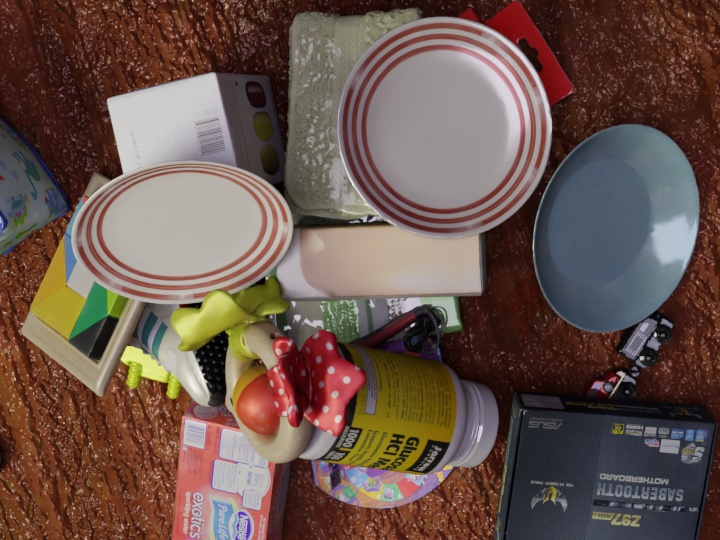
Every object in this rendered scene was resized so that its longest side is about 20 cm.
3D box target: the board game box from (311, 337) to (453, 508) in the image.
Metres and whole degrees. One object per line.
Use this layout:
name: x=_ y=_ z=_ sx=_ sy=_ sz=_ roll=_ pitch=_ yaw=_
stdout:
board game box: x=0.013 y=0.151 z=1.456 sx=0.156 sy=0.039 sz=0.202 roll=-9 pitch=96 yaw=11

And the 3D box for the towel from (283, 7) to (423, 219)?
towel: x=-0.004 y=-0.149 z=1.350 sx=0.147 sy=0.036 sz=0.203 roll=1 pitch=87 yaw=17

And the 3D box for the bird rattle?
bird rattle: x=-0.074 y=0.099 z=1.286 sx=0.199 sy=0.112 sz=0.164 roll=36 pitch=135 yaw=35

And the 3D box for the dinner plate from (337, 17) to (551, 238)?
dinner plate: x=0.076 y=-0.130 z=1.300 sx=0.198 sy=0.024 sz=0.203 roll=0 pitch=87 yaw=-4

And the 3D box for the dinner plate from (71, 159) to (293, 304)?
dinner plate: x=-0.159 y=-0.037 z=1.273 sx=0.198 sy=0.200 sz=0.024 roll=-21 pitch=53 yaw=12

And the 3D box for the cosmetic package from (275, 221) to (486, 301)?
cosmetic package: x=0.022 y=-0.012 z=1.374 sx=0.197 sy=0.105 sz=0.072 roll=-2 pitch=94 yaw=6

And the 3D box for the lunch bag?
lunch bag: x=-0.415 y=-0.109 z=1.431 sx=0.127 sy=0.170 sz=0.201 roll=-30 pitch=92 yaw=12

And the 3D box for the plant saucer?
plant saucer: x=0.237 y=-0.042 z=1.357 sx=0.199 sy=0.039 sz=0.203 roll=-8 pitch=106 yaw=-28

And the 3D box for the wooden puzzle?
wooden puzzle: x=-0.266 y=0.007 z=1.411 sx=0.037 sy=0.199 sz=0.187 roll=24 pitch=92 yaw=-39

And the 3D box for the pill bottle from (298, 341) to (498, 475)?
pill bottle: x=0.030 y=0.136 z=1.363 sx=0.198 sy=0.112 sz=0.114 roll=12 pitch=102 yaw=-29

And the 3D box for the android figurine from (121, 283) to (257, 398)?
android figurine: x=-0.197 y=0.031 z=1.479 sx=0.180 sy=0.041 sz=0.202 roll=16 pitch=98 yaw=7

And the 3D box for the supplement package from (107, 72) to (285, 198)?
supplement package: x=-0.150 y=-0.125 z=1.366 sx=0.108 sy=0.200 sz=0.115 roll=-12 pitch=95 yaw=12

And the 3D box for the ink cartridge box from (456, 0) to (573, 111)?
ink cartridge box: x=0.093 y=-0.169 z=1.375 sx=0.199 sy=0.067 sz=0.117 roll=-34 pitch=78 yaw=13

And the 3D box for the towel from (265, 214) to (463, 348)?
towel: x=0.000 y=0.000 z=1.444 sx=0.198 sy=0.031 sz=0.151 roll=-6 pitch=94 yaw=8

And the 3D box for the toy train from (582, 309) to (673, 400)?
toy train: x=0.246 y=0.127 z=1.416 sx=0.046 sy=0.034 sz=0.201 roll=31 pitch=102 yaw=7

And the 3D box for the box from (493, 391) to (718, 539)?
box: x=0.238 y=0.207 z=1.389 sx=0.198 sy=0.051 sz=0.160 roll=6 pitch=107 yaw=-4

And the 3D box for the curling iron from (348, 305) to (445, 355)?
curling iron: x=-0.002 y=0.092 z=1.426 sx=0.199 sy=0.026 sz=0.050 roll=-26 pitch=90 yaw=16

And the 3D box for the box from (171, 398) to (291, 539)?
box: x=-0.126 y=0.214 z=1.434 sx=0.101 sy=0.095 sz=0.202 roll=12 pitch=119 yaw=8

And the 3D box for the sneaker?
sneaker: x=-0.195 y=0.064 z=1.411 sx=0.093 sy=0.070 sz=0.201 roll=-40 pitch=65 yaw=23
